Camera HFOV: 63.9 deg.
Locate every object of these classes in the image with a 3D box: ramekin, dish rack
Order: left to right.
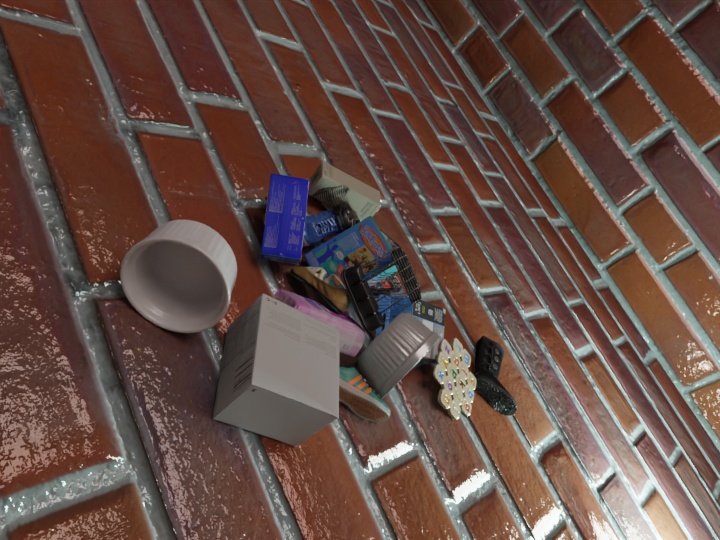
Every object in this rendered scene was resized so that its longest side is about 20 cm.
[{"bbox_3d":[-0.323,0.006,1.058,0.200,0.200,0.098,38,29,-16],"label":"ramekin"},{"bbox_3d":[0.058,0.035,1.323,0.199,0.054,0.155,-28,97,-47],"label":"dish rack"},{"bbox_3d":[0.080,0.191,1.341,0.105,0.201,0.200,44,33,10],"label":"ramekin"}]

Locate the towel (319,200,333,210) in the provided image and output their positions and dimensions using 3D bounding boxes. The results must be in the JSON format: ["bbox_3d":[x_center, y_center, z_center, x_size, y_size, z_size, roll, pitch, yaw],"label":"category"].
[{"bbox_3d":[-0.036,-0.205,1.704,0.146,0.030,0.200,46,36,6],"label":"towel"}]

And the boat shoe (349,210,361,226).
[{"bbox_3d":[-0.013,-0.099,1.547,0.201,0.056,0.067,-80,152,-51],"label":"boat shoe"}]

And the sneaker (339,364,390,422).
[{"bbox_3d":[-0.010,0.258,1.276,0.199,0.071,0.080,37,40,-16],"label":"sneaker"}]

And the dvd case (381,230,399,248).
[{"bbox_3d":[0.036,-0.085,1.701,0.199,0.018,0.143,39,35,-15],"label":"dvd case"}]

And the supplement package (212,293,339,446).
[{"bbox_3d":[-0.155,0.193,1.106,0.190,0.147,0.202,28,39,-28],"label":"supplement package"}]

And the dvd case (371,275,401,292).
[{"bbox_3d":[0.000,0.000,1.526,0.198,0.022,0.147,1,46,-36],"label":"dvd case"}]

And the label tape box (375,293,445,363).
[{"bbox_3d":[0.133,0.150,1.496,0.199,0.063,0.146,21,67,-39],"label":"label tape box"}]

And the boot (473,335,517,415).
[{"bbox_3d":[0.403,0.308,1.712,0.165,0.066,0.201,44,30,-12],"label":"boot"}]

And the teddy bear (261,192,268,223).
[{"bbox_3d":[-0.187,-0.111,1.431,0.144,0.067,0.202,33,38,-27],"label":"teddy bear"}]

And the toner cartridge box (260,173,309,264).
[{"bbox_3d":[-0.177,-0.121,1.354,0.094,0.043,0.203,8,73,-10],"label":"toner cartridge box"}]

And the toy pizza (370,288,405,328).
[{"bbox_3d":[0.054,0.077,1.555,0.199,0.032,0.202,27,42,-26],"label":"toy pizza"}]

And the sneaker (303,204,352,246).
[{"bbox_3d":[-0.084,-0.117,1.457,0.200,0.110,0.078,-35,110,-69],"label":"sneaker"}]

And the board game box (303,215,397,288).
[{"bbox_3d":[-0.020,-0.022,1.424,0.153,0.198,0.045,59,-4,24],"label":"board game box"}]

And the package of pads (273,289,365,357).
[{"bbox_3d":[-0.095,0.116,1.274,0.199,0.076,0.120,25,6,-33],"label":"package of pads"}]

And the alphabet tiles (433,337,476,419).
[{"bbox_3d":[0.251,0.286,1.535,0.196,0.014,0.201,49,44,-30],"label":"alphabet tiles"}]

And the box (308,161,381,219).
[{"bbox_3d":[-0.043,-0.218,1.620,0.198,0.082,0.069,23,39,-24],"label":"box"}]

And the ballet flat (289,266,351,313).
[{"bbox_3d":[-0.087,0.030,1.342,0.199,0.063,0.069,35,-3,37],"label":"ballet flat"}]
